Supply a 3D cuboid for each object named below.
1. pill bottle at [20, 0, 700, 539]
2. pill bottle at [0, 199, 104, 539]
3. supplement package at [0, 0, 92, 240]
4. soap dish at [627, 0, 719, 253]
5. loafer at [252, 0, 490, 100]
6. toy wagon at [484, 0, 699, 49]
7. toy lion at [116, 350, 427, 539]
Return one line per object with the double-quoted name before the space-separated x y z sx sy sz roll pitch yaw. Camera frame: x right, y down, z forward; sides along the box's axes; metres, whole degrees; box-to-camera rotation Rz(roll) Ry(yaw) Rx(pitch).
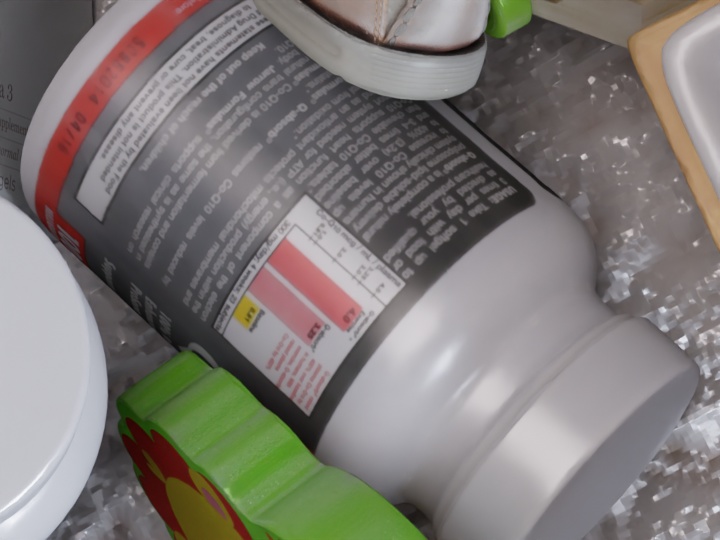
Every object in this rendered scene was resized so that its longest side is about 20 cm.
"pill bottle" 0.000 0.000 0.749 0.200 0.116 0.116 42 97 17
"pill bottle" -0.134 0.039 0.694 0.116 0.200 0.116 2 79 -12
"supplement package" -0.163 -0.111 0.809 0.117 0.117 0.201 -4 84 16
"soap dish" 0.201 -0.040 0.711 0.200 0.081 0.158 -26 78 12
"loafer" -0.026 -0.125 0.727 0.200 0.072 0.063 42 128 36
"toy wagon" 0.079 -0.167 0.716 0.155 0.040 0.200 -29 120 -14
"toy lion" -0.003 0.104 0.704 0.069 0.200 0.192 -35 87 -16
